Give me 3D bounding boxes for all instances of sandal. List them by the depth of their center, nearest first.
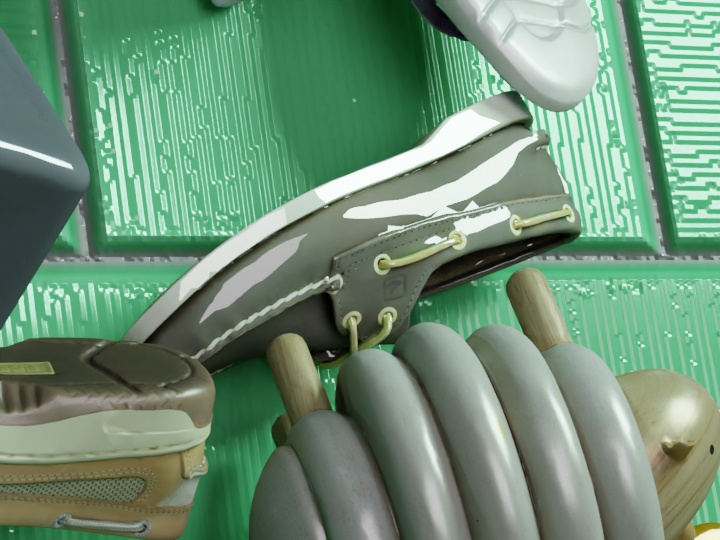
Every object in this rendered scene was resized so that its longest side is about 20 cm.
[{"bbox_3d":[0.022,-0.137,1.117,0.082,0.050,0.203,-16,67,-49],"label":"sandal"}]

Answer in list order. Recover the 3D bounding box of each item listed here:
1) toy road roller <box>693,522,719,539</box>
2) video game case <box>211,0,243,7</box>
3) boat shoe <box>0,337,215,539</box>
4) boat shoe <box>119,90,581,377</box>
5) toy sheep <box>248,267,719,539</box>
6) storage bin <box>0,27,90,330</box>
[{"bbox_3d":[0.105,0.181,1.010,0.199,0.123,0.146,-20,69,-35],"label":"toy road roller"},{"bbox_3d":[-0.028,-0.226,1.046,0.022,0.182,0.201,-19,81,-57],"label":"video game case"},{"bbox_3d":[-0.147,0.065,0.942,0.198,0.072,0.077,4,109,-12],"label":"boat shoe"},{"bbox_3d":[0.001,-0.001,1.041,0.201,0.072,0.060,-29,83,-37],"label":"boat shoe"},{"bbox_3d":[0.030,0.079,0.979,0.199,0.138,0.139,-18,80,-7],"label":"toy sheep"},{"bbox_3d":[-0.174,-0.012,0.785,0.199,0.135,0.146,15,31,-46],"label":"storage bin"}]
